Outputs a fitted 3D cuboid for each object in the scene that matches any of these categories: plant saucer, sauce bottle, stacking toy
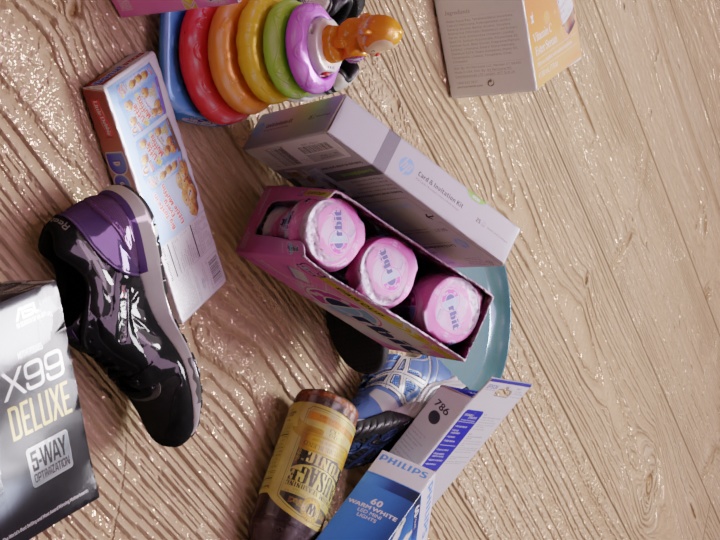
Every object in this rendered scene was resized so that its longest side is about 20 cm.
[{"bbox_3d":[0.114,0.049,1.637,0.199,0.027,0.203,2,88,-60],"label":"plant saucer"},{"bbox_3d":[-0.058,0.202,1.292,0.066,0.065,0.202,49,51,-48],"label":"sauce bottle"},{"bbox_3d":[-0.054,-0.174,1.175,0.116,0.198,0.111,4,86,-61],"label":"stacking toy"}]

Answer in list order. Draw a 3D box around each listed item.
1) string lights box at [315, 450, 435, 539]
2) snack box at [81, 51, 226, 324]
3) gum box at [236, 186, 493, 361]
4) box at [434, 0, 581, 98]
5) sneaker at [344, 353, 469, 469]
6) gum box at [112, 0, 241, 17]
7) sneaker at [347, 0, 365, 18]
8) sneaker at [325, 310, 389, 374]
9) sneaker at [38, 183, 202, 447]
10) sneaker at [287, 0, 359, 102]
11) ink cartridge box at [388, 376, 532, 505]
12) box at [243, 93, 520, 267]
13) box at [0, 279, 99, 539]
[{"bbox_3d":[-0.005,0.261,1.302,0.200,0.058,0.104,-48,150,-47],"label":"string lights box"},{"bbox_3d":[-0.157,-0.063,1.165,0.072,0.024,0.202,-47,128,-50],"label":"snack box"},{"bbox_3d":[0.000,0.000,1.273,0.199,0.113,0.067,33,76,-30],"label":"gum box"},{"bbox_3d":[0.158,-0.309,1.647,0.152,0.105,0.202,-39,122,-54],"label":"box"},{"bbox_3d":[0.019,0.130,1.442,0.199,0.076,0.077,-17,64,-50],"label":"sneaker"},{"bbox_3d":[-0.113,-0.287,1.161,0.066,0.112,0.201,62,39,-38],"label":"gum box"},{"bbox_3d":[-0.027,-0.337,1.368,0.105,0.059,0.201,-56,132,-38],"label":"sneaker"},{"bbox_3d":[0.010,-0.013,1.416,0.108,0.067,0.204,-37,118,-52],"label":"sneaker"},{"bbox_3d":[-0.183,0.046,1.092,0.087,0.075,0.202,-30,112,-41],"label":"sneaker"},{"bbox_3d":[-0.047,-0.250,1.304,0.076,0.087,0.202,-33,116,-54],"label":"sneaker"},{"bbox_3d":[0.075,0.169,1.440,0.201,0.039,0.099,-51,151,13],"label":"ink cartridge box"},{"bbox_3d":[0.017,-0.069,1.269,0.199,0.155,0.041,36,73,-23],"label":"box"},{"bbox_3d":[-0.259,0.108,0.955,0.200,0.049,0.160,-27,112,-57],"label":"box"}]
